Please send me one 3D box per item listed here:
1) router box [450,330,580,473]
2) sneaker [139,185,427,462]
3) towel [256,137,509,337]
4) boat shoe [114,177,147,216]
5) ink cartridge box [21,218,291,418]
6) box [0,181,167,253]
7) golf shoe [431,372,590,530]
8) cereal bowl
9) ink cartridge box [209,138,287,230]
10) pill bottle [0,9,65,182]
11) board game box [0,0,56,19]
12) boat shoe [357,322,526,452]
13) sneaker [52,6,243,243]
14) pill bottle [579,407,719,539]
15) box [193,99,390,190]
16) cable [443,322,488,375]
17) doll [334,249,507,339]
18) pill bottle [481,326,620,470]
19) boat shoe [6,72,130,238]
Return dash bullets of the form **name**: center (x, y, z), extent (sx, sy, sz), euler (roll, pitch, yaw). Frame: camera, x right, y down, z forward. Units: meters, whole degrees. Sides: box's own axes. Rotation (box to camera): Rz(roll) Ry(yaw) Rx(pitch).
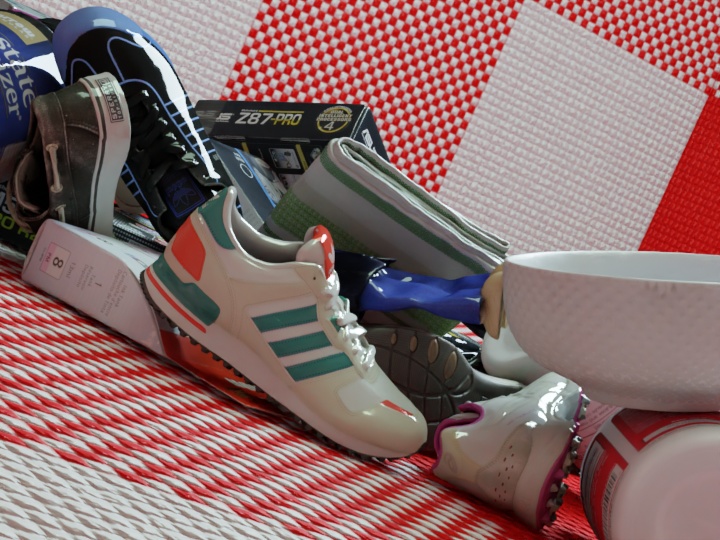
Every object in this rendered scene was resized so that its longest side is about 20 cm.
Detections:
- **router box**: center (0.087, 0.089, 1.754), extent (0.157, 0.053, 0.199), euler (22, 4, -43)
- **sneaker**: center (-0.028, 0.030, 1.298), extent (0.199, 0.094, 0.070), euler (36, 13, -6)
- **towel**: center (0.000, 0.000, 1.499), extent (0.149, 0.031, 0.200), euler (36, -39, -6)
- **boat shoe**: center (-0.164, -0.080, 1.652), extent (0.061, 0.076, 0.199), euler (9, 2, -31)
- **ink cartridge box**: center (-0.091, 0.036, 1.380), extent (0.199, 0.058, 0.162), euler (22, 1, 34)
- **box**: center (-0.215, -0.036, 1.579), extent (0.199, 0.045, 0.160), euler (25, 4, -3)
- **golf shoe**: center (0.098, 0.101, 1.408), extent (0.091, 0.076, 0.200), euler (15, 12, 7)
- **cereal bowl**: center (0.183, 0.037, 1.324), extent (0.198, 0.084, 0.200), euler (2, 4, 0)
- **ink cartridge box**: center (-0.057, -0.010, 1.674), extent (0.201, 0.039, 0.099), euler (56, 16, 22)
- **pill bottle**: center (-0.253, -0.110, 1.436), extent (0.111, 0.113, 0.200), euler (26, 23, 17)
- **board game box**: center (-0.268, -0.133, 1.779), extent (0.064, 0.149, 0.200), euler (25, 4, 27)
- **boat shoe**: center (0.041, 0.082, 1.474), extent (0.071, 0.076, 0.200), euler (21, -8, 44)
- **sneaker**: center (-0.131, -0.082, 1.439), extent (0.201, 0.070, 0.078), euler (55, 2, -37)
- **pill bottle**: center (0.193, 0.136, 1.331), extent (0.111, 0.113, 0.200), euler (24, 4, -4)
- **box**: center (-0.042, -0.051, 1.812), extent (0.160, 0.049, 0.201), euler (2, -42, 26)
- **cable**: center (0.029, 0.022, 1.639), extent (0.199, 0.051, 0.163), euler (30, 29, 2)
- **doll**: center (-0.004, 0.007, 1.403), extent (0.198, 0.049, 0.136), euler (7, 9, 9)
- **pill bottle**: center (0.189, 0.094, 1.581), extent (0.200, 0.114, 0.114), euler (46, -4, -22)
- **boat shoe**: center (-0.194, -0.057, 1.407), extent (0.063, 0.201, 0.071), euler (-15, 63, -21)
